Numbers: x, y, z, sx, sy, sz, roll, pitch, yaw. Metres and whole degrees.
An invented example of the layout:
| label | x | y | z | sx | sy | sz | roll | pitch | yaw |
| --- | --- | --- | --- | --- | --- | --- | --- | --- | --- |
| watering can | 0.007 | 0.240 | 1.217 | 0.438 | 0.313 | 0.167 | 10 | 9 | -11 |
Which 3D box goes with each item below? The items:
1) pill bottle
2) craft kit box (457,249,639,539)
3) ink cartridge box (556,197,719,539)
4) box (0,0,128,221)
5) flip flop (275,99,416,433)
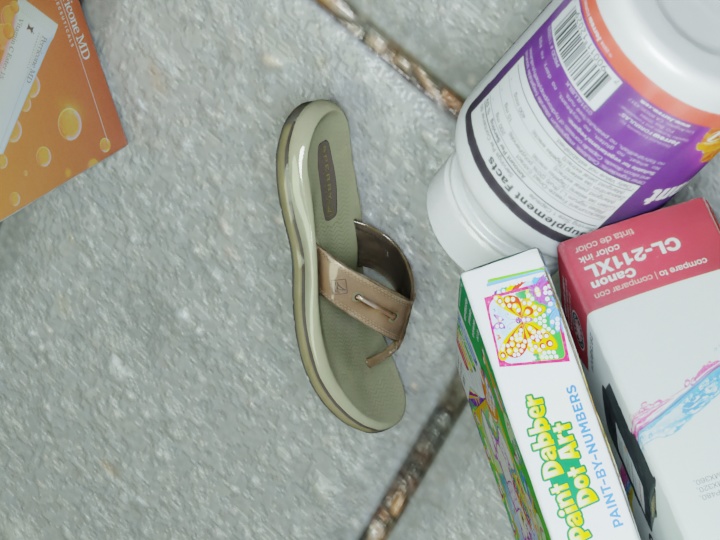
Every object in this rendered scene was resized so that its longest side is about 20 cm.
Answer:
| label | x | y | z | sx | sy | sz | roll | pitch | yaw |
| --- | --- | --- | --- | --- | --- | --- | --- | --- | --- |
| pill bottle | 0.116 | -0.075 | 1.290 | 0.112 | 0.111 | 0.200 | 49 | 136 | 6 |
| craft kit box | 0.099 | 0.109 | 1.296 | 0.200 | 0.048 | 0.198 | 83 | 166 | -75 |
| ink cartridge box | 0.168 | 0.091 | 1.265 | 0.146 | 0.082 | 0.201 | 80 | 173 | -52 |
| box | -0.251 | -0.089 | 1.525 | 0.097 | 0.200 | 0.125 | -3 | 113 | 40 |
| flip flop | 0.000 | 0.000 | 1.466 | 0.057 | 0.081 | 0.201 | -1 | 109 | 24 |
